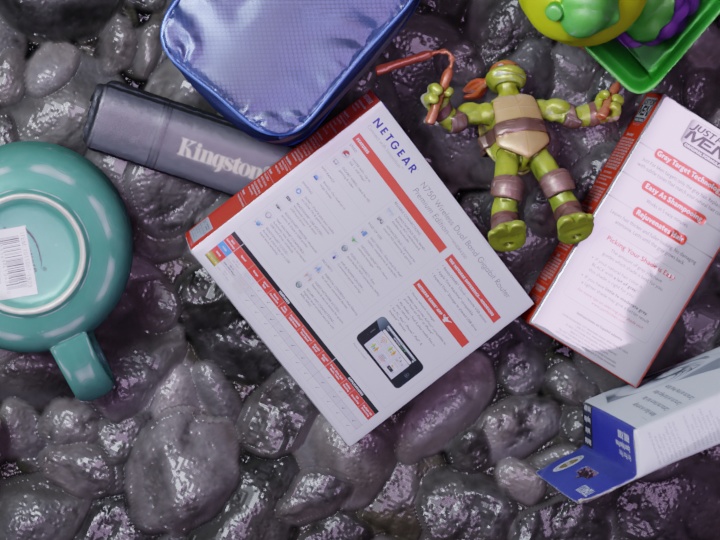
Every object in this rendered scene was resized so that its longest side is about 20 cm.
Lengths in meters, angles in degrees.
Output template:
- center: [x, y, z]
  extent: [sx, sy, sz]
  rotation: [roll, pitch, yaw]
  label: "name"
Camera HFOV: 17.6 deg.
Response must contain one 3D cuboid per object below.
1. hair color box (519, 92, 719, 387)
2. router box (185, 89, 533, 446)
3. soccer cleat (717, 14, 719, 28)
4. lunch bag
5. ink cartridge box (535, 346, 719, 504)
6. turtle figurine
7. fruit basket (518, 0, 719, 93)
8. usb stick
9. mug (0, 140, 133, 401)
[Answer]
- center: [0.214, -0.024, 1.762]
  extent: [0.101, 0.061, 0.201]
  rotation: [31, 93, -7]
  label: "hair color box"
- center: [0.000, 0.000, 1.729]
  extent: [0.179, 0.049, 0.200]
  rotation: [-37, 107, 2]
  label: "router box"
- center: [0.361, -0.158, 1.770]
  extent: [0.200, 0.068, 0.073]
  rotation: [35, 67, -3]
  label: "soccer cleat"
- center: [-0.043, -0.195, 1.688]
  extent: [0.136, 0.132, 0.200]
  rotation: [42, 90, 0]
  label: "lunch bag"
- center: [0.227, 0.105, 1.706]
  extent: [0.199, 0.200, 0.041]
  rotation: [-23, 94, -5]
  label: "ink cartridge box"
- center: [0.110, -0.096, 1.733]
  extent: [0.199, 0.064, 0.162]
  rotation: [0, 64, -20]
  label: "turtle figurine"
- center: [0.170, -0.230, 1.671]
  extent: [0.215, 0.216, 0.156]
  rotation: [42, 91, -7]
  label: "fruit basket"
- center: [-0.110, -0.089, 1.741]
  extent: [0.199, 0.033, 0.056]
  rotation: [18, 92, -7]
  label: "usb stick"
- center: [-0.229, -0.008, 1.696]
  extent: [0.185, 0.114, 0.152]
  rotation: [33, 91, -7]
  label: "mug"
